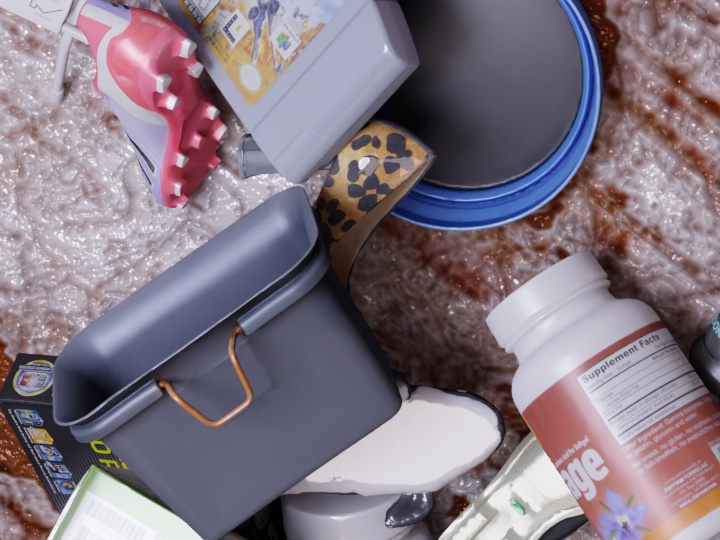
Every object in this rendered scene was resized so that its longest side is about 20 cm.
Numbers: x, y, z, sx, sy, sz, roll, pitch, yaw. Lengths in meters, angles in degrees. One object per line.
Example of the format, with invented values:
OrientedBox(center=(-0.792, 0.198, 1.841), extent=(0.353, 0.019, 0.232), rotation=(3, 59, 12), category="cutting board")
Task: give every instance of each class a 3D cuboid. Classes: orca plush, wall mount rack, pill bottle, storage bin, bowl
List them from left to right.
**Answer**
OrientedBox(center=(-0.234, -0.194, 1.375), extent=(0.199, 0.075, 0.175), rotation=(25, 119, -4), category="wall mount rack")
OrientedBox(center=(-0.072, 0.070, 1.301), extent=(0.199, 0.146, 0.135), rotation=(-36, 113, 7), category="storage bin")
OrientedBox(center=(0.002, 0.240, 1.495), extent=(0.113, 0.114, 0.202), rotation=(-2, 113, 16), category="pill bottle")
OrientedBox(center=(0.003, 0.126, 1.415), extent=(0.199, 0.071, 0.106), rotation=(-30, 92, 9), category="orca plush")
OrientedBox(center=(0.061, -0.125, 1.355), extent=(0.199, 0.039, 0.203), rotation=(6, 115, 13), category="bowl")
OrientedBox(center=(0.169, 0.093, 1.359), extent=(0.112, 0.112, 0.201), rotation=(-39, 76, 27), category="pill bottle")

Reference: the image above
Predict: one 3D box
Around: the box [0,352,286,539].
OrientedBox(center=(-0.150, 0.141, 1.479), extent=(0.159, 0.045, 0.201), rotation=(5, 141, 19), category="box")

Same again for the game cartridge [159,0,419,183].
OrientedBox(center=(-0.053, -0.174, 1.319), extent=(0.133, 0.041, 0.201), rotation=(-47, 68, 31), category="game cartridge")

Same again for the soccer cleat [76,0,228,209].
OrientedBox(center=(-0.137, -0.109, 1.366), extent=(0.076, 0.067, 0.200), rotation=(32, 161, 16), category="soccer cleat")

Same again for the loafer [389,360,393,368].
OrientedBox(center=(-0.072, 0.095, 1.478), extent=(0.198, 0.072, 0.063), rotation=(0, 121, 12), category="loafer")

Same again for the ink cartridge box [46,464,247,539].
OrientedBox(center=(-0.116, 0.203, 1.427), extent=(0.147, 0.200, 0.076), rotation=(29, 89, 12), category="ink cartridge box")

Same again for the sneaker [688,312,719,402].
OrientedBox(center=(0.315, 0.082, 1.360), extent=(0.199, 0.075, 0.080), rotation=(29, 116, 0), category="sneaker")

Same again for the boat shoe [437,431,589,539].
OrientedBox(center=(0.133, 0.152, 1.454), extent=(0.200, 0.068, 0.072), rotation=(-42, 75, 14), category="boat shoe")

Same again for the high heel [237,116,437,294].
OrientedBox(center=(0.000, 0.000, 1.366), extent=(0.141, 0.071, 0.202), rotation=(-2, 110, 32), category="high heel")
